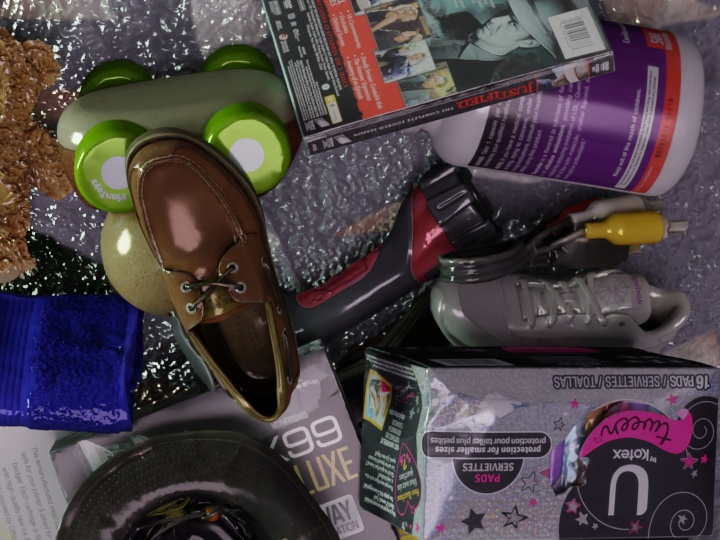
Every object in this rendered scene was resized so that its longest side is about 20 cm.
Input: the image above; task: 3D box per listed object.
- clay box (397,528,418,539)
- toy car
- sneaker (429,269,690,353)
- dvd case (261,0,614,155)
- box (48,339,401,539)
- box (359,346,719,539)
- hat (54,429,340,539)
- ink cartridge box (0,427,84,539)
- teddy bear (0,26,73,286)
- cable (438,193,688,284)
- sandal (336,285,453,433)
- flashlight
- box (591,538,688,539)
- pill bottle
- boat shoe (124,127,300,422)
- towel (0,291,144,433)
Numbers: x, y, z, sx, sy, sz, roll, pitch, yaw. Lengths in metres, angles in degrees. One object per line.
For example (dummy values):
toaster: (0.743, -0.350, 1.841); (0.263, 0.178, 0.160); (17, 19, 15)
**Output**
clay box: (-0.028, 0.178, 1.483); (0.200, 0.115, 0.048); (-14, 114, -1)
toy car: (-0.109, -0.027, 1.356); (0.158, 0.164, 0.200); (-8, 112, -3)
sneaker: (0.139, 0.022, 1.428); (0.200, 0.075, 0.100); (9, 147, -33)
dvd case: (0.045, -0.155, 1.313); (0.200, 0.146, 0.022); (-17, 141, -1)
box: (-0.089, 0.155, 1.393); (0.200, 0.050, 0.158); (-20, 96, -1)
box: (0.114, 0.112, 1.334); (0.200, 0.132, 0.115); (0, 94, -18)
hat: (-0.101, 0.205, 1.332); (0.200, 0.081, 0.201); (0, 80, -2)
ink cartridge box: (-0.253, 0.150, 1.461); (0.200, 0.088, 0.145); (-13, 115, 0)
teddy bear: (-0.260, -0.077, 1.383); (0.145, 0.067, 0.200); (-4, 120, 5)
cable: (0.122, -0.026, 1.401); (0.200, 0.097, 0.050); (-5, 104, -36)
sandal: (0.024, 0.077, 1.483); (0.201, 0.057, 0.080); (-40, 107, -5)
flashlight: (0.000, 0.000, 1.442); (0.200, 0.068, 0.068); (-30, 110, 12)
box: (0.160, 0.258, 1.495); (0.182, 0.104, 0.200); (-18, 151, 2)
pill bottle: (0.120, -0.117, 1.375); (0.200, 0.112, 0.113); (9, 112, -10)
boat shoe: (-0.083, 0.005, 1.255); (0.072, 0.068, 0.200); (-22, 123, 9)
towel: (-0.246, 0.054, 1.385); (0.200, 0.148, 0.050); (1, 117, -4)
